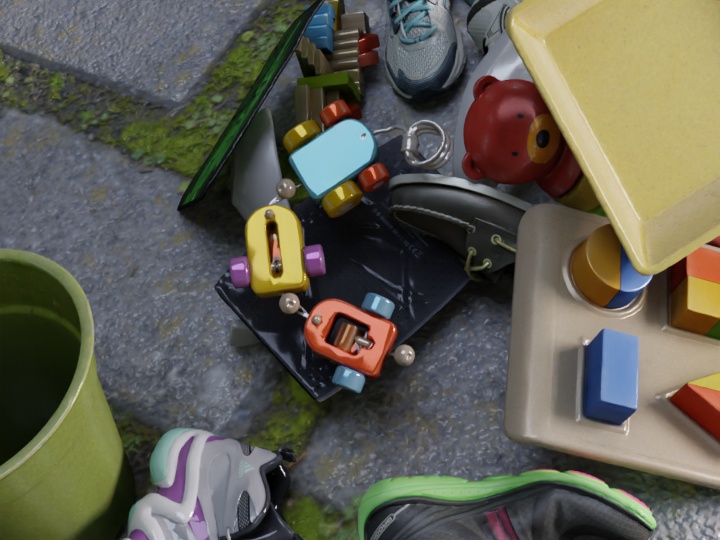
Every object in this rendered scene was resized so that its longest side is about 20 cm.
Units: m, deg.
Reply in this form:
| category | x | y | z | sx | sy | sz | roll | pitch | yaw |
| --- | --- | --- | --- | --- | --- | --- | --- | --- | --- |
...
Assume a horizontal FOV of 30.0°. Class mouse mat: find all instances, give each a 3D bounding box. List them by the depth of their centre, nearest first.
| category | x | y | z | sx | sy | sz | roll | pitch | yaw |
| --- | --- | --- | --- | --- | --- | --- | --- | --- | --- |
| mouse mat | -0.093 | -0.138 | 1.124 | 0.007 | 0.161 | 0.202 | 31 | 81 | -12 |

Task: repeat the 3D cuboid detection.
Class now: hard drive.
| category | x | y | z | sx | sy | sz | roll | pitch | yaw |
| --- | --- | --- | --- | --- | --- | --- | --- | --- | --- |
| hard drive | 0.000 | 0.000 | 1.035 | 0.200 | 0.042 | 0.135 | -40 | 76 | -21 |

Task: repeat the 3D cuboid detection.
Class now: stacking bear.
| category | x | y | z | sx | sy | sz | roll | pitch | yaw |
| --- | --- | --- | --- | --- | --- | --- | --- | --- | --- |
| stacking bear | 0.170 | -0.092 | 0.985 | 0.197 | 0.123 | 0.114 | 7 | 14 | -20 |

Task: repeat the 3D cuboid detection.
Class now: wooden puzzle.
| category | x | y | z | sx | sy | sz | roll | pitch | yaw |
| --- | --- | --- | --- | --- | --- | --- | --- | --- | --- |
| wooden puzzle | 0.202 | 0.046 | 0.914 | 0.197 | 0.046 | 0.187 | 12 | 59 | -5 |

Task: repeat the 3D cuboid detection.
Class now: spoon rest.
| category | x | y | z | sx | sy | sz | roll | pitch | yaw |
| --- | --- | --- | --- | --- | --- | --- | --- | --- | --- |
| spoon rest | -0.077 | -0.037 | 1.097 | 0.060 | 0.100 | 0.203 | 3 | 66 | -8 |

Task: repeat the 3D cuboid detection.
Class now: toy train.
| category | x | y | z | sx | sy | sz | roll | pitch | yaw |
| --- | --- | --- | --- | --- | --- | --- | --- | --- | --- |
| toy train | -0.010 | -0.019 | 0.980 | 0.148 | 0.056 | 0.202 | 18 | 81 | 9 |

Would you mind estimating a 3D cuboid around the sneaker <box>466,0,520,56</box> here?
| category | x | y | z | sx | sy | sz | roll | pitch | yaw |
| --- | --- | --- | --- | --- | --- | --- | --- | --- | --- |
| sneaker | 0.130 | -0.162 | 1.131 | 0.087 | 0.076 | 0.201 | -32 | 48 | -5 |

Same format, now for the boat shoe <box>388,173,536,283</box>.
| category | x | y | z | sx | sy | sz | roll | pitch | yaw |
| --- | --- | --- | --- | --- | --- | --- | --- | --- | --- |
| boat shoe | 0.111 | -0.018 | 0.997 | 0.199 | 0.072 | 0.061 | 18 | 78 | 2 |

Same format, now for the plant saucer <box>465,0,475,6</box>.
| category | x | y | z | sx | sy | sz | roll | pitch | yaw |
| --- | --- | --- | --- | --- | --- | --- | --- | --- | --- |
| plant saucer | 0.118 | -0.283 | 1.266 | 0.069 | 0.019 | 0.200 | -33 | 52 | -9 |

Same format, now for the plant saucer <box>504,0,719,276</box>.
| category | x | y | z | sx | sy | sz | roll | pitch | yaw |
| --- | --- | --- | --- | --- | --- | --- | --- | --- | --- |
| plant saucer | 0.219 | -0.131 | 0.911 | 0.199 | 0.201 | 0.048 | -31 | 7 | -5 |

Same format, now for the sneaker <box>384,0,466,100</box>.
| category | x | y | z | sx | sy | sz | roll | pitch | yaw |
| --- | --- | --- | --- | --- | --- | --- | --- | --- | --- |
| sneaker | 0.044 | -0.243 | 1.204 | 0.077 | 0.086 | 0.202 | -14 | 55 | 17 |

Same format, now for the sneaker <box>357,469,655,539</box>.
| category | x | y | z | sx | sy | sz | roll | pitch | yaw |
| --- | --- | --- | --- | --- | --- | --- | --- | --- | --- |
| sneaker | 0.096 | 0.179 | 0.888 | 0.197 | 0.077 | 0.085 | -6 | 69 | 16 |

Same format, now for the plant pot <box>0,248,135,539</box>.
| category | x | y | z | sx | sy | sz | roll | pitch | yaw |
| --- | --- | --- | --- | --- | --- | --- | --- | --- | --- |
| plant pot | -0.247 | 0.121 | 0.949 | 0.197 | 0.191 | 0.202 | -8 | 52 | 10 |

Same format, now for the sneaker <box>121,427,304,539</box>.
| category | x | y | z | sx | sy | sz | roll | pitch | yaw |
| --- | --- | --- | --- | --- | --- | --- | --- | --- | --- |
| sneaker | -0.097 | 0.199 | 0.916 | 0.138 | 0.078 | 0.202 | 3 | 54 | 20 |

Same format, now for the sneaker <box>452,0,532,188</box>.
| category | x | y | z | sx | sy | sz | roll | pitch | yaw |
| --- | --- | --- | --- | --- | --- | --- | --- | --- | --- |
| sneaker | 0.139 | -0.143 | 1.039 | 0.084 | 0.073 | 0.202 | 20 | 79 | 34 |

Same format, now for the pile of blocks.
| category | x | y | z | sx | sy | sz | roll | pitch | yaw |
| --- | --- | --- | --- | --- | --- | --- | --- | --- | --- |
| pile of blocks | -0.017 | -0.188 | 1.190 | 0.061 | 0.082 | 0.202 | -6 | 51 | 12 |
